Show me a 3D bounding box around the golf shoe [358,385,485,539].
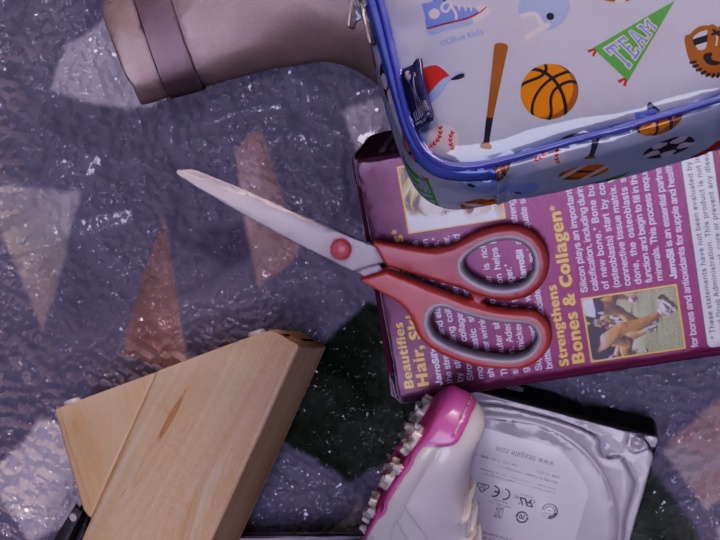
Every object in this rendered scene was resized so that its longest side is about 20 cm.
[{"bbox_3d":[0.040,0.145,0.815,0.091,0.075,0.201,23,127,5],"label":"golf shoe"}]

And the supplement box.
[{"bbox_3d":[0.106,-0.019,0.822,0.198,0.103,0.132,-8,102,9],"label":"supplement box"}]

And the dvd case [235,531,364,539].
[{"bbox_3d":[-0.025,0.224,0.909,0.198,0.016,0.150,-4,98,24],"label":"dvd case"}]

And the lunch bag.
[{"bbox_3d":[0.093,-0.122,0.732,0.198,0.076,0.162,-13,75,1],"label":"lunch bag"}]

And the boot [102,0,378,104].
[{"bbox_3d":[-0.056,-0.130,0.823,0.145,0.070,0.201,-30,78,-2],"label":"boot"}]

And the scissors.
[{"bbox_3d":[0.000,0.000,0.780,0.198,0.014,0.074,10,105,4],"label":"scissors"}]

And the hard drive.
[{"bbox_3d":[0.079,0.166,0.902,0.138,0.038,0.202,15,105,4],"label":"hard drive"}]

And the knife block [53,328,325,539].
[{"bbox_3d":[-0.095,0.143,0.882,0.198,0.064,0.177,-20,84,11],"label":"knife block"}]
